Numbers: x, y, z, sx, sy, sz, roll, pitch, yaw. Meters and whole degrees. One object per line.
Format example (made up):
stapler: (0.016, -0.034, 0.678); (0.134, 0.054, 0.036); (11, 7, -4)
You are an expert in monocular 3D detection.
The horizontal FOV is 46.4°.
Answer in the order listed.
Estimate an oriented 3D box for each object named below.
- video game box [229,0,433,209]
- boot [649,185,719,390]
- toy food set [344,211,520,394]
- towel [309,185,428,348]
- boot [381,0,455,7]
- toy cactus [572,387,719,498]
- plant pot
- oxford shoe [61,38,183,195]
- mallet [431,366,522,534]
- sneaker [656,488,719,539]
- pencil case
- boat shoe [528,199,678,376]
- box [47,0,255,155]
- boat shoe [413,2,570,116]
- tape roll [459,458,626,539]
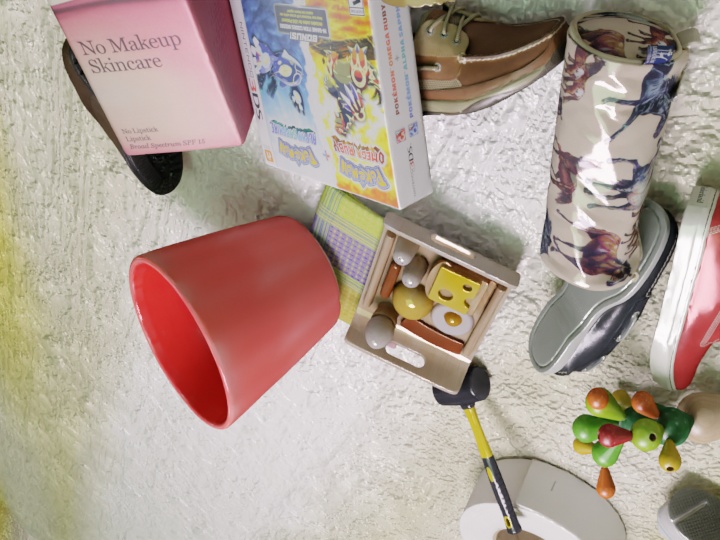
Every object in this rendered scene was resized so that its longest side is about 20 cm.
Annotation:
video game box: (-0.030, -0.162, 0.700); (0.198, 0.046, 0.186); (23, 134, 47)
boot: (0.317, 0.038, 0.676); (0.142, 0.073, 0.203); (17, 135, 22)
toy food set: (0.066, 0.041, 0.860); (0.141, 0.061, 0.202); (25, 141, 5)
towel: (0.000, 0.000, 0.934); (0.142, 0.023, 0.202); (31, 142, 10)
boot: (0.068, -0.284, 0.513); (0.171, 0.067, 0.203); (-17, 127, 5)
toy cactus: (0.280, 0.150, 0.779); (0.161, 0.105, 0.200); (-9, 161, 10)
plant pot: (-0.129, 0.041, 0.923); (0.199, 0.176, 0.204); (35, 141, 35)
oxford shoe: (-0.263, -0.177, 0.939); (0.084, 0.072, 0.203); (18, 139, 50)
mallet: (0.149, 0.203, 0.959); (0.065, 0.041, 0.203); (-27, 88, 45)
sneaker: (0.407, 0.300, 0.887); (0.198, 0.071, 0.081); (32, 158, 12)
pencil case: (0.185, -0.083, 0.623); (0.087, 0.078, 0.204); (11, 127, 16)
boat shoe: (0.220, 0.019, 0.743); (0.059, 0.077, 0.201); (7, 139, -24)
box: (-0.176, -0.216, 0.737); (0.125, 0.111, 0.202); (-2, 138, 14)
boat shoe: (0.068, -0.168, 0.661); (0.197, 0.076, 0.075); (-6, 121, 43)
tape roll: (0.226, 0.328, 1.050); (0.199, 0.071, 0.205); (23, 141, 20)
